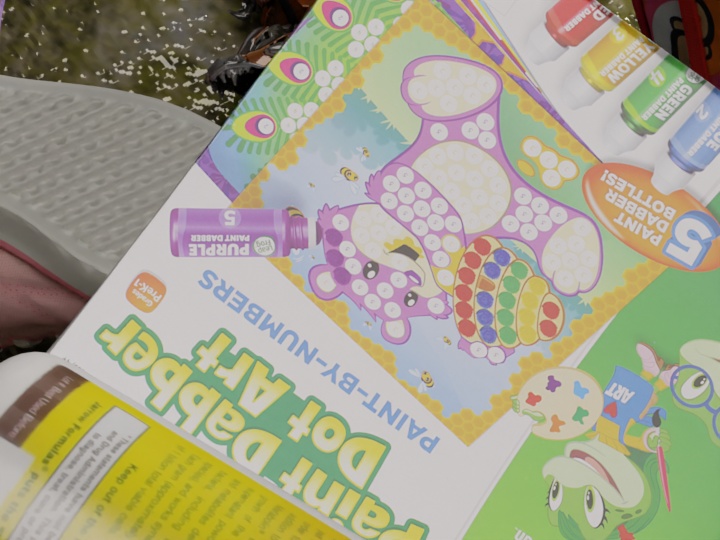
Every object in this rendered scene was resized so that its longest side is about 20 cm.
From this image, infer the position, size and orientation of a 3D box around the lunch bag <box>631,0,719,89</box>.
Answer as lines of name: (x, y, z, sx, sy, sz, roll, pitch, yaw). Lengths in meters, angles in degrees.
lunch bag: (0.166, -0.046, 0.909, 0.082, 0.201, 0.176, -31, 30, -26)

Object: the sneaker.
sneaker: (-0.106, -0.005, 0.893, 0.199, 0.105, 0.076, 16, 52, 9)

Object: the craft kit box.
craft kit box: (0.038, 0.013, 0.816, 0.200, 0.049, 0.198, 35, 76, 2)

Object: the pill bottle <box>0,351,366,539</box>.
pill bottle: (-0.036, 0.115, 0.730, 0.199, 0.109, 0.109, 30, 56, 8)

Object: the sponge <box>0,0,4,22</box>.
sponge: (-0.174, -0.122, 0.923, 0.111, 0.201, 0.030, 8, 19, -5)

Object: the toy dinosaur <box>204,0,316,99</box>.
toy dinosaur: (-0.002, -0.137, 1.032, 0.136, 0.102, 0.200, 43, 41, -7)
